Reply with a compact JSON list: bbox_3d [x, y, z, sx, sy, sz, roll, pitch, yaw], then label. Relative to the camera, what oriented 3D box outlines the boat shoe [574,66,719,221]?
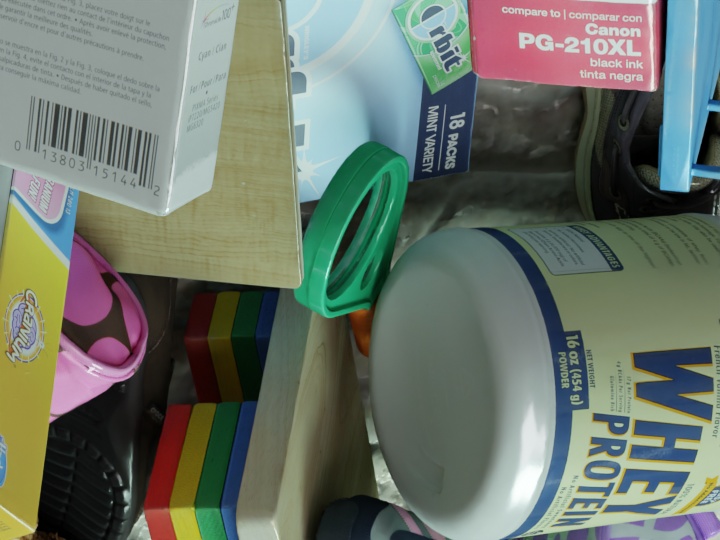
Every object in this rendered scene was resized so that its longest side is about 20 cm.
[{"bbox_3d":[0.148,-0.060,1.208,0.072,0.065,0.200,-20,134,-13],"label":"boat shoe"}]

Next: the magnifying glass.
[{"bbox_3d":[0.000,0.000,1.154,0.080,0.022,0.200,-60,165,-15],"label":"magnifying glass"}]

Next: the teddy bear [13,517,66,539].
[{"bbox_3d":[-0.163,0.166,1.197,0.067,0.145,0.200,-58,142,-30],"label":"teddy bear"}]

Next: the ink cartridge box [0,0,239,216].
[{"bbox_3d":[-0.140,-0.132,0.935,0.045,0.199,0.177,-36,140,-59],"label":"ink cartridge box"}]

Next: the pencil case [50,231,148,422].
[{"bbox_3d":[-0.191,0.045,1.081,0.200,0.094,0.091,-29,178,25],"label":"pencil case"}]

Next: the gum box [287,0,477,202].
[{"bbox_3d":[-0.043,-0.105,1.092,0.199,0.045,0.170,-11,130,-19],"label":"gum box"}]

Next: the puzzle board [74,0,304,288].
[{"bbox_3d":[-0.124,-0.064,1.043,0.199,0.017,0.151,6,130,10],"label":"puzzle board"}]

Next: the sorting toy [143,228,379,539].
[{"bbox_3d":[-0.045,0.119,1.185,0.069,0.200,0.199,-3,129,9],"label":"sorting toy"}]

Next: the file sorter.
[{"bbox_3d":[0.204,-0.142,1.054,0.122,0.200,0.139,8,132,12],"label":"file sorter"}]

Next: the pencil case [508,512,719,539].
[{"bbox_3d":[0.101,0.171,1.309,0.200,0.084,0.085,-28,-171,46],"label":"pencil case"}]

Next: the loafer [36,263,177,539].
[{"bbox_3d":[-0.115,0.062,1.171,0.071,0.073,0.200,-46,161,-43],"label":"loafer"}]

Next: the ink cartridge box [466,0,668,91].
[{"bbox_3d":[0.093,-0.197,1.005,0.084,0.145,0.201,6,132,14],"label":"ink cartridge box"}]

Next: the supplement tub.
[{"bbox_3d":[0.120,0.047,1.162,0.199,0.145,0.145,-4,128,-27],"label":"supplement tub"}]

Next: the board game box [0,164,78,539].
[{"bbox_3d":[-0.190,0.027,0.991,0.153,0.201,0.040,-18,140,27],"label":"board game box"}]

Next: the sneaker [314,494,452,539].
[{"bbox_3d":[0.037,0.146,1.177,0.082,0.070,0.200,2,173,20],"label":"sneaker"}]
